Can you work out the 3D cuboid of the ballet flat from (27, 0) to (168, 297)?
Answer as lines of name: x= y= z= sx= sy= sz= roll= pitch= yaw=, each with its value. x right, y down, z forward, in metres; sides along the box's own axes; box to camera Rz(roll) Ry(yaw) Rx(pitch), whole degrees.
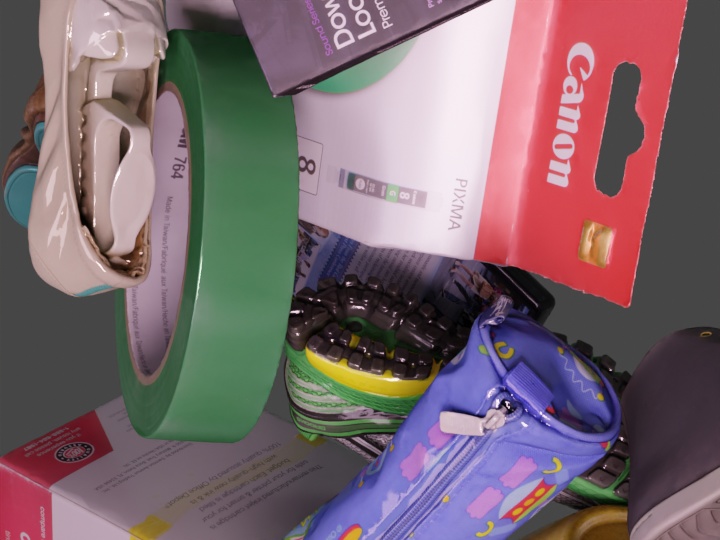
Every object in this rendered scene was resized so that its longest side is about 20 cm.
ballet flat: x=-0.120 y=-0.086 z=1.003 sx=0.069 sy=0.069 sz=0.202 roll=8 pitch=98 yaw=40

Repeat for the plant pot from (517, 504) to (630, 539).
plant pot: x=0.108 y=0.192 z=0.930 sx=0.200 sy=0.199 sz=0.143 roll=39 pitch=122 yaw=24

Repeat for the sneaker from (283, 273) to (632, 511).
sneaker: x=0.056 y=0.071 z=0.995 sx=0.199 sy=0.078 sz=0.086 roll=22 pitch=134 yaw=16

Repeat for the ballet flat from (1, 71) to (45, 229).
ballet flat: x=-0.157 y=-0.078 z=1.133 sx=0.200 sy=0.067 sz=0.073 roll=122 pitch=161 yaw=-71

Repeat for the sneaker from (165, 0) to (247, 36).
sneaker: x=-0.072 y=-0.185 z=1.011 sx=0.075 sy=0.088 sz=0.201 roll=39 pitch=129 yaw=22

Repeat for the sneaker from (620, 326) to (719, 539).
sneaker: x=0.192 y=0.047 z=0.877 sx=0.199 sy=0.107 sz=0.075 roll=-30 pitch=129 yaw=21

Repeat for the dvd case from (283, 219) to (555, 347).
dvd case: x=0.000 y=0.000 z=1.068 sx=0.200 sy=0.017 sz=0.143 roll=45 pitch=130 yaw=21

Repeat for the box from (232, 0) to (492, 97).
box: x=0.022 y=-0.180 z=0.906 sx=0.199 sy=0.036 sz=0.144 roll=-24 pitch=91 yaw=19

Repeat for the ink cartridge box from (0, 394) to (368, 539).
ink cartridge box: x=-0.076 y=0.144 z=1.104 sx=0.199 sy=0.145 sz=0.084 roll=22 pitch=121 yaw=35

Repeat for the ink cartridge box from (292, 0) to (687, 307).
ink cartridge box: x=0.045 y=-0.083 z=0.959 sx=0.199 sy=0.050 sz=0.162 roll=22 pitch=111 yaw=37

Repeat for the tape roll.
tape roll: x=-0.079 y=-0.016 z=1.022 sx=0.200 sy=0.048 sz=0.202 roll=-175 pitch=90 yaw=-72

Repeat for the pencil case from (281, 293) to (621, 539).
pencil case: x=0.026 y=0.104 z=0.908 sx=0.078 sy=0.087 sz=0.200 roll=48 pitch=112 yaw=14
